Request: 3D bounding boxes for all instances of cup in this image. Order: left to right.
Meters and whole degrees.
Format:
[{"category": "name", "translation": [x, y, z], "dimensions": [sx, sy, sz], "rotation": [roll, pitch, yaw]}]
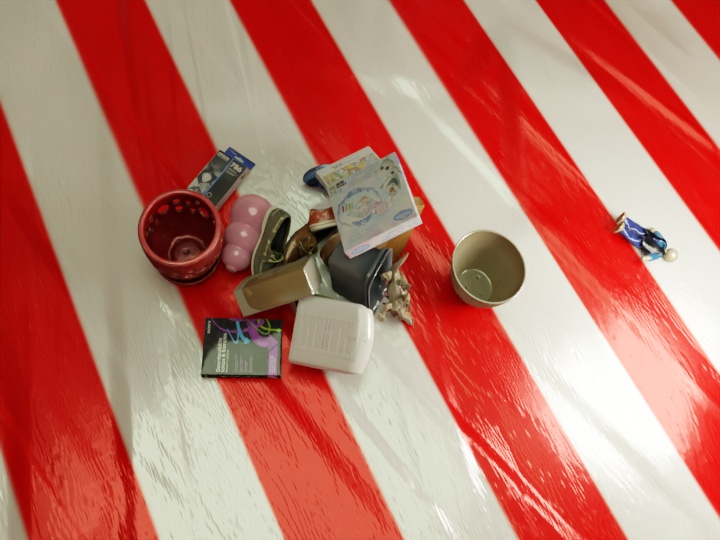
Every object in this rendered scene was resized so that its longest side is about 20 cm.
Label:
[{"category": "cup", "translation": [0.317, 0.016, 1.704], "dimensions": [0.194, 0.144, 0.206], "rotation": [3, 67, -7]}]

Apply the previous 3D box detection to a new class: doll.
[{"category": "doll", "translation": [0.826, -0.082, 1.871], "dimensions": [0.197, 0.049, 0.138], "rotation": [31, 56, -2]}]

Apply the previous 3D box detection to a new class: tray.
[{"category": "tray", "translation": [0.085, -0.102, 1.679], "dimensions": [0.096, 0.202, 0.038], "rotation": [-4, 50, -26]}]

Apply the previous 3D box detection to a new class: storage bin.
[{"category": "storage bin", "translation": [0.000, 0.000, 1.645], "dimensions": [0.132, 0.202, 0.148], "rotation": [25, 65, 14]}]

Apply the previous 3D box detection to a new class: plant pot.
[{"category": "plant pot", "translation": [-0.438, -0.068, 1.610], "dimensions": [0.194, 0.183, 0.206], "rotation": [3, 65, -7]}]

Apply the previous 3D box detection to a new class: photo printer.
[{"category": "photo printer", "translation": [-0.065, 0.156, 1.563], "dimensions": [0.194, 0.069, 0.172], "rotation": [8, 84, 13]}]

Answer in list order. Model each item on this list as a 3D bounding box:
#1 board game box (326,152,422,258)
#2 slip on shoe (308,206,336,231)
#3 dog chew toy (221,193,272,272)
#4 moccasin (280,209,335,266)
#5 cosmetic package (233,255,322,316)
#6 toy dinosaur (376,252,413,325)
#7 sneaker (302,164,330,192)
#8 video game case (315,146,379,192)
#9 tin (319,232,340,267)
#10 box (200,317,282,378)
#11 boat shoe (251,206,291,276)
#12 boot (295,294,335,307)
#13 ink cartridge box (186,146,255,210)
[{"category": "board game box", "translation": [0.030, -0.159, 1.577], "dimensions": [0.196, 0.043, 0.203], "rotation": [-24, 58, 13]}, {"category": "slip on shoe", "translation": [-0.044, -0.154, 1.696], "dimensions": [0.194, 0.074, 0.063], "rotation": [-15, 88, -12]}, {"category": "dog chew toy", "translation": [-0.297, -0.092, 1.679], "dimensions": [0.121, 0.125, 0.205], "rotation": [20, 73, 1]}, {"category": "moccasin", "translation": [-0.136, -0.073, 1.722], "dimensions": [0.077, 0.075, 0.201], "rotation": [34, 56, 16]}, {"category": "cosmetic package", "translation": [-0.201, 0.038, 1.591], "dimensions": [0.195, 0.106, 0.073], "rotation": [-18, 106, 15]}, {"category": "toy dinosaur", "translation": [0.092, 0.048, 1.637], "dimensions": [0.083, 0.136, 0.206], "rotation": [2, 104, 9]}, {"category": "sneaker", "translation": [-0.063, -0.241, 1.800], "dimensions": [0.193, 0.074, 0.085], "rotation": [2, 68, -6]}, {"category": "video game case", "translation": [0.006, -0.223, 1.701], "dimensions": [0.179, 0.023, 0.201], "rotation": [-28, 65, -23]}, {"category": "tin", "translation": [-0.016, -0.074, 1.709], "dimensions": [0.196, 0.113, 0.042], "rotation": [-28, 60, -17]}, {"category": "box", "translation": [-0.291, 0.191, 1.601], "dimensions": [0.193, 0.036, 0.147], "rotation": [1, 67, -6]}, {"category": "boat shoe", "translation": [-0.224, -0.056, 1.649], "dimensions": [0.059, 0.071, 0.207], "rotation": [24, 104, 35]}, {"category": "boot", "translation": [-0.091, 0.156, 1.626], "dimensions": [0.194, 0.073, 0.171], "rotation": [13, 72, 8]}, {"category": "ink cartridge box", "translation": [-0.382, -0.257, 1.780], "dimensions": [0.098, 0.039, 0.202], "rotation": [30, 65, 6]}]
